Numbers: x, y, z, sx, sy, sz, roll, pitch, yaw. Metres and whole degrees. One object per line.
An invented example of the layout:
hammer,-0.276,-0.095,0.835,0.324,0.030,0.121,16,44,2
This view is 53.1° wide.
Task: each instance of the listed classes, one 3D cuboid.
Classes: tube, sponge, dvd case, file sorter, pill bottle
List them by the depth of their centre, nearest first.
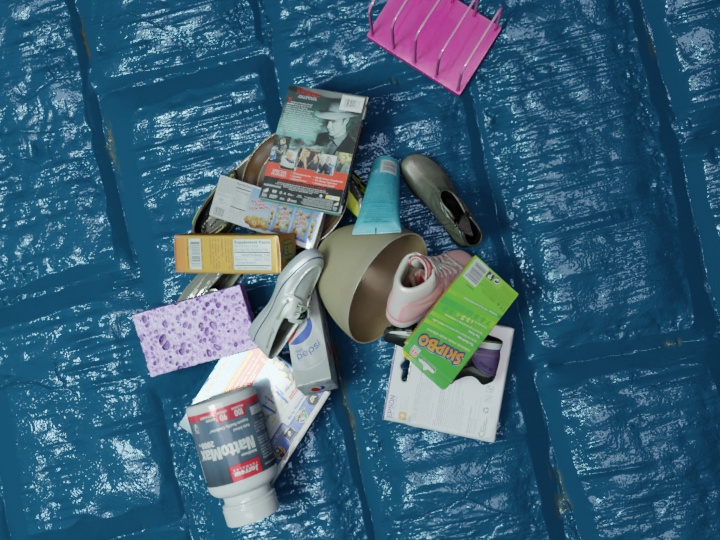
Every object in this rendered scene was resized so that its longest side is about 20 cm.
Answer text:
pill bottle,-0.201,0.301,1.173,0.118,0.120,0.203,-18,87,4
dvd case,-0.075,-0.199,1.183,0.144,0.022,0.203,11,82,14
tube,0.035,-0.120,1.191,0.076,0.201,0.051,-6,126,12
file sorter,0.126,-0.424,1.225,0.199,0.125,0.140,33,90,5
sponge,-0.277,0.102,1.227,0.197,0.030,0.113,-15,93,6

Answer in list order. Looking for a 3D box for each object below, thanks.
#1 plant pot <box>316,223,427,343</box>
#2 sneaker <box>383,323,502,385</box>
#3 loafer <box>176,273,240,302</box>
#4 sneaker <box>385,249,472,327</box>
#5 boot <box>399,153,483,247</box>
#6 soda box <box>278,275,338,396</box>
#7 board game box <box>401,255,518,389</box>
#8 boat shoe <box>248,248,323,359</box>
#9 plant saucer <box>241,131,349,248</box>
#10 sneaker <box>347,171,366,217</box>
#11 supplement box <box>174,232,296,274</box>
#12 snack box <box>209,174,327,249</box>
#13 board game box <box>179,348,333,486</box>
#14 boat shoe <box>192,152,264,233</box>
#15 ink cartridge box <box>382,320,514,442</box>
plant pot,0.000,0.000,1.204,0.134,0.200,0.202,32,91,31
sneaker,0.131,0.143,1.190,0.197,0.076,0.089,9,96,3
loafer,-0.263,0.039,1.265,0.069,0.070,0.202,30,90,24
sneaker,0.124,0.005,1.183,0.199,0.105,0.075,-34,57,-29
boot,0.141,-0.125,1.210,0.067,0.131,0.201,-37,86,2
soda box,-0.089,0.103,1.220,0.063,0.068,0.203,-14,67,5
board game box,0.156,0.083,1.145,0.095,0.030,0.201,41,75,-3
boat shoe,-0.106,0.058,1.153,0.067,0.073,0.201,50,123,28
plant saucer,-0.108,-0.138,1.225,0.197,0.034,0.204,0,89,18
sneaker,-0.050,-0.156,1.263,0.076,0.075,0.201,-42,76,12
supplement box,-0.206,-0.029,1.186,0.197,0.066,0.070,3,98,20
snack box,-0.155,-0.097,1.208,0.198,0.024,0.073,19,94,15
board game box,-0.180,0.239,1.261,0.195,0.056,0.201,34,91,5
boat shoe,-0.224,-0.132,1.275,0.072,0.060,0.202,39,91,6
ink cartridge box,0.151,0.177,1.243,0.197,0.043,0.199,11,91,5
